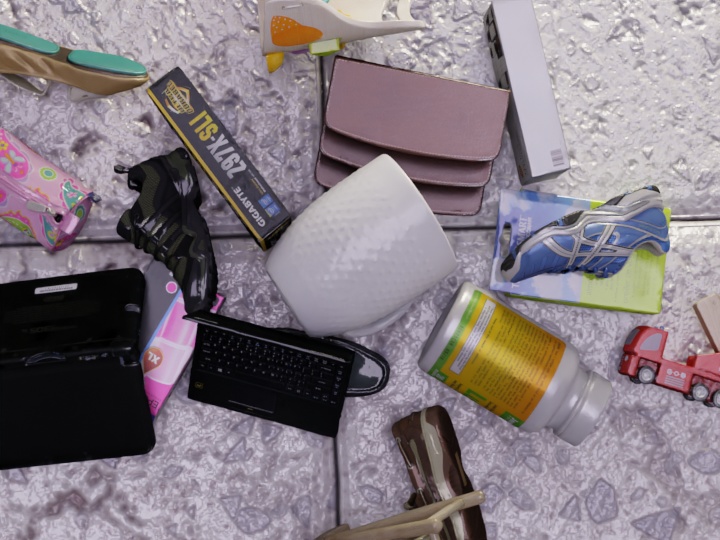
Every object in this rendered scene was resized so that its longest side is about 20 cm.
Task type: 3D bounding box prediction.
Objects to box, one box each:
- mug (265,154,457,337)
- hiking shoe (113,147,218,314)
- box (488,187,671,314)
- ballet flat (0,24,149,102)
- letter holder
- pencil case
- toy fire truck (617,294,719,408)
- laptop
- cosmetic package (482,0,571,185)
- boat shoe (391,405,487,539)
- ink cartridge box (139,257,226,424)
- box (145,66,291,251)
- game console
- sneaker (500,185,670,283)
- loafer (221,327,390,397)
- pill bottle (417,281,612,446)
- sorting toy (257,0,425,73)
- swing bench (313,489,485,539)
[{"bbox_3d":[0.000,0.000,1.566,0.174,0.201,0.148,-34,51,-5],"label":"mug"},{"bbox_3d":[-0.215,-0.034,1.592,0.099,0.076,0.202,-13,65,-5],"label":"hiking shoe"},{"bbox_3d":[0.246,-0.021,1.639,0.197,0.048,0.124,7,85,-2],"label":"box"},{"bbox_3d":[-0.336,-0.224,1.627,0.197,0.069,0.064,16,114,1],"label":"ballet flat"},{"bbox_3d":[0.054,-0.144,1.613,0.197,0.101,0.144,11,88,-2],"label":"letter holder"},{"bbox_3d":[-0.389,-0.102,1.597,0.199,0.087,0.088,35,85,1],"label":"pencil case"},{"bbox_3d":[0.403,0.082,1.639,0.197,0.049,0.143,17,85,-1],"label":"toy fire truck"},{"bbox_3d":[-0.101,0.115,1.518,0.175,0.104,0.202,15,128,2],"label":"laptop"},{"bbox_3d":[0.186,-0.203,1.632,0.050,0.083,0.203,-13,86,-1],"label":"cosmetic package"},{"bbox_3d":[0.086,0.256,1.611,0.074,0.075,0.205,-16,87,19],"label":"boat shoe"},{"bbox_3d":[-0.240,0.092,1.617,0.094,0.037,0.202,30,87,0],"label":"ink cartridge box"},{"bbox_3d":[-0.150,-0.117,1.571,0.049,0.160,0.201,-37,89,-5],"label":"box"},{"bbox_3d":[-0.326,0.107,1.592,0.197,0.117,0.178,-7,49,7],"label":"game console"},{"bbox_3d":[0.248,-0.025,1.578,0.198,0.076,0.078,-22,83,-3],"label":"sneaker"},{"bbox_3d":[-0.064,0.102,1.605,0.197,0.070,0.069,12,88,-2],"label":"loafer"},{"bbox_3d":[0.172,0.109,1.596,0.198,0.111,0.112,31,85,0],"label":"pill bottle"},{"bbox_3d":[-0.023,-0.290,1.592,0.177,0.201,0.108,-2,123,-6],"label":"sorting toy"},{"bbox_3d":[0.052,0.363,1.529,0.198,0.129,0.202,-20,87,28],"label":"swing bench"}]
